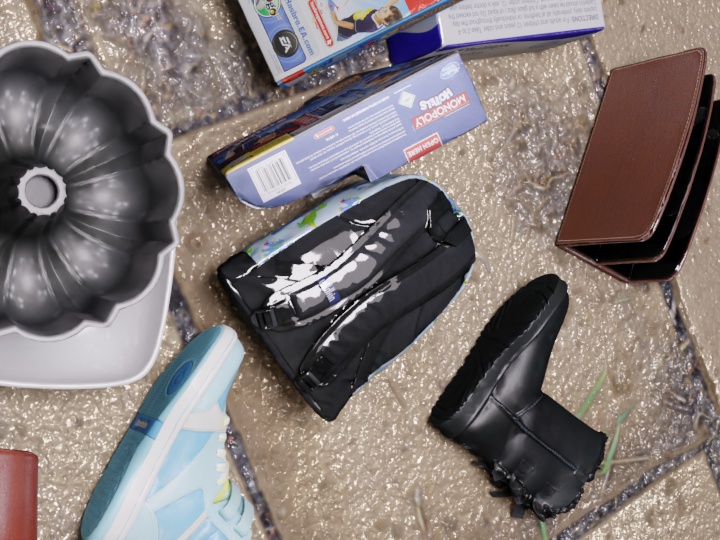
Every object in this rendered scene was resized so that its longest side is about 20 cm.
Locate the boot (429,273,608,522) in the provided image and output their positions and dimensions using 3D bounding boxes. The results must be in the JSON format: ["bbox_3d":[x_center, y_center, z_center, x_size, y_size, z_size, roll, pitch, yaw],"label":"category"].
[{"bbox_3d":[0.173,0.126,1.080,0.162,0.073,0.199,41,78,-18],"label":"boot"}]

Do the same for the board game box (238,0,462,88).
[{"bbox_3d":[-0.020,-0.283,0.934,0.195,0.056,0.201,-24,92,5],"label":"board game box"}]

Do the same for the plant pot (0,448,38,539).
[{"bbox_3d":[-0.303,0.217,0.768,0.200,0.200,0.197,9,75,-27],"label":"plant pot"}]

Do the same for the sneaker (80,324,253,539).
[{"bbox_3d":[-0.122,0.154,0.921,0.130,0.079,0.201,34,83,-21],"label":"sneaker"}]

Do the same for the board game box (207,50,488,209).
[{"bbox_3d":[-0.021,-0.110,0.937,0.199,0.200,0.062,-28,104,-5],"label":"board game box"}]

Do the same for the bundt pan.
[{"bbox_3d":[-0.227,-0.051,0.788,0.201,0.076,0.203,1,87,-27],"label":"bundt pan"}]

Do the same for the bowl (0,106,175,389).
[{"bbox_3d":[-0.246,-0.013,0.862,0.199,0.075,0.201,8,84,-27],"label":"bowl"}]

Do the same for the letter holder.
[{"bbox_3d":[0.298,-0.100,1.115,0.100,0.142,0.201,25,77,-25],"label":"letter holder"}]

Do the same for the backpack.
[{"bbox_3d":[0.000,0.000,0.965,0.200,0.154,0.163,-37,104,-1],"label":"backpack"}]

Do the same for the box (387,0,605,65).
[{"bbox_3d":[0.109,-0.299,1.042,0.183,0.105,0.201,-12,93,-26],"label":"box"}]
